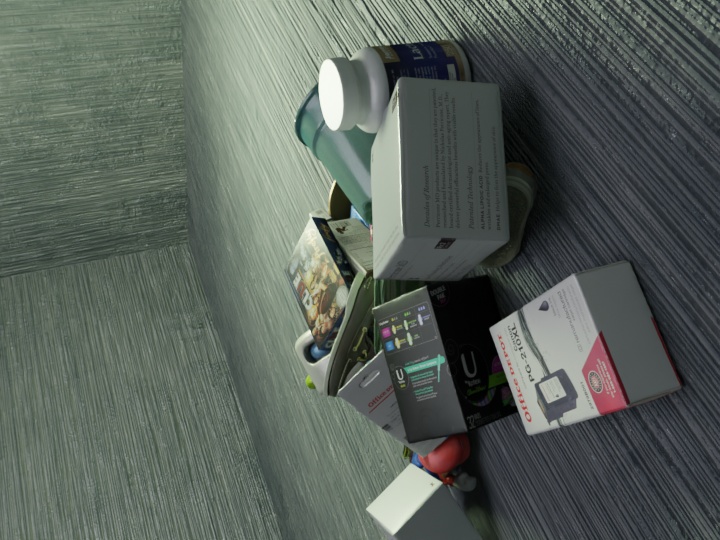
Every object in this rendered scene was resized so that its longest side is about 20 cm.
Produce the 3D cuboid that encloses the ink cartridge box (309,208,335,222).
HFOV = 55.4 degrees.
[{"bbox_3d":[-0.055,-0.022,1.420,0.095,0.037,0.203,44,151,48],"label":"ink cartridge box"}]

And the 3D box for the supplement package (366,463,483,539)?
[{"bbox_3d":[0.123,0.451,1.153,0.202,0.116,0.117,56,163,-15],"label":"supplement package"}]

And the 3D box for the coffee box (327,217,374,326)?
[{"bbox_3d":[0.000,0.000,1.255,0.200,0.078,0.115,-132,38,-50],"label":"coffee box"}]

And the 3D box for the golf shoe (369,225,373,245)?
[{"bbox_3d":[0.051,-0.089,1.198,0.093,0.071,0.204,91,178,-62],"label":"golf shoe"}]

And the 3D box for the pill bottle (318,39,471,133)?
[{"bbox_3d":[0.047,-0.256,0.962,0.115,0.196,0.118,167,90,-68],"label":"pill bottle"}]

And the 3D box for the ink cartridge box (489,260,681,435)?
[{"bbox_3d":[0.248,0.098,0.796,0.200,0.083,0.147,128,127,-63],"label":"ink cartridge box"}]

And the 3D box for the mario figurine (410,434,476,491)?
[{"bbox_3d":[0.151,0.324,1.205,0.122,0.107,0.201,27,154,7],"label":"mario figurine"}]

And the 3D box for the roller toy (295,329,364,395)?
[{"bbox_3d":[-0.031,0.146,1.369,0.141,0.198,0.183,58,162,7],"label":"roller toy"}]

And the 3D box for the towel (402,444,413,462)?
[{"bbox_3d":[0.097,0.221,1.227,0.144,0.022,0.204,-73,-12,-58],"label":"towel"}]

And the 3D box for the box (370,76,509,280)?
[{"bbox_3d":[0.091,-0.106,0.874,0.199,0.128,0.205,122,148,-74],"label":"box"}]

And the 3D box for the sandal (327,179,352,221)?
[{"bbox_3d":[-0.043,-0.117,1.426,0.069,0.076,0.216,38,141,49],"label":"sandal"}]

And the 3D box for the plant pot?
[{"bbox_3d":[0.023,-0.193,1.091,0.198,0.197,0.201,60,153,22],"label":"plant pot"}]

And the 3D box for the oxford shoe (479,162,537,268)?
[{"bbox_3d":[0.188,-0.068,0.910,0.201,0.074,0.058,99,-166,-58],"label":"oxford shoe"}]

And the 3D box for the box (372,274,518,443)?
[{"bbox_3d":[0.128,0.125,0.991,0.123,0.147,0.204,-25,76,46],"label":"box"}]

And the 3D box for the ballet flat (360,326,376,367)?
[{"bbox_3d":[0.022,0.145,1.257,0.202,0.074,0.074,55,158,-5],"label":"ballet flat"}]

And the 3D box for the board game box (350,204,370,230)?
[{"bbox_3d":[0.034,-0.014,1.328,0.201,0.044,0.155,-125,32,-45],"label":"board game box"}]

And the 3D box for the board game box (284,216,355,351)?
[{"bbox_3d":[-0.068,0.022,1.230,0.137,0.034,0.202,-59,43,32],"label":"board game box"}]

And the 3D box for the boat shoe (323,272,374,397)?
[{"bbox_3d":[-0.009,0.109,1.092,0.072,0.059,0.206,37,-109,-86],"label":"boat shoe"}]

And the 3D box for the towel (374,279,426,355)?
[{"bbox_3d":[0.069,0.020,1.107,0.023,0.200,0.156,12,120,20],"label":"towel"}]

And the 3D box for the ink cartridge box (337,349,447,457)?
[{"bbox_3d":[0.067,0.194,1.086,0.116,0.199,0.067,-43,23,17],"label":"ink cartridge box"}]
